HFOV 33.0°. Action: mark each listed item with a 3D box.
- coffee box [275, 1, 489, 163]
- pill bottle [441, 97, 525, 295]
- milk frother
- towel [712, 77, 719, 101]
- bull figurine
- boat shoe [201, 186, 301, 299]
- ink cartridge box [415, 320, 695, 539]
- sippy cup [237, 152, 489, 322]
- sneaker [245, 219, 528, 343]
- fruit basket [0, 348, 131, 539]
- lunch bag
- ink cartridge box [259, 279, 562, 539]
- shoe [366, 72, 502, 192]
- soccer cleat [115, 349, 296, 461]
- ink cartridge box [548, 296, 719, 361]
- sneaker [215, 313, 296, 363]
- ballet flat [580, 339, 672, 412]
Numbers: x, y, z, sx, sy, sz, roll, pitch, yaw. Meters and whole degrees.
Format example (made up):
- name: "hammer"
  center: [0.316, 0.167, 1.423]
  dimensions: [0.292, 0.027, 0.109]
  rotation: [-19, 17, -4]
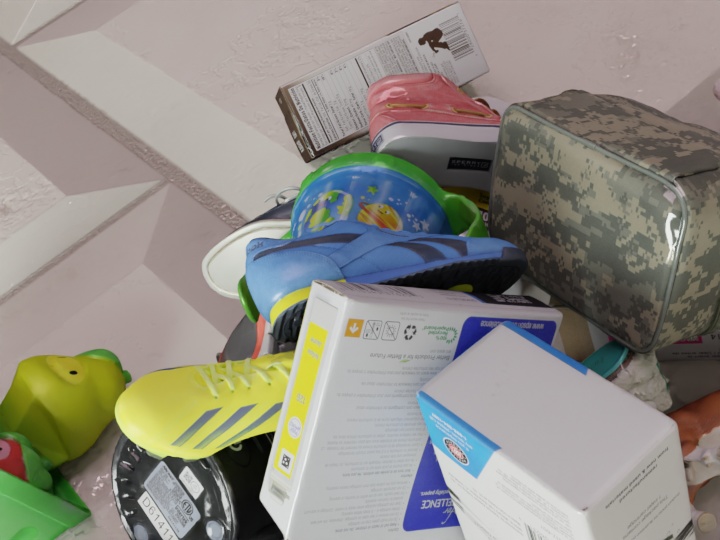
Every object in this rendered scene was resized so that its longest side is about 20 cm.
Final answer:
- name: "coffee box"
  center: [0.018, -0.189, 1.239]
  dimensions: [0.199, 0.080, 0.113]
  rotation: [-26, 6, -4]
- name: "pill bottle"
  center: [0.099, -0.058, 1.070]
  dimensions: [0.112, 0.113, 0.201]
  rotation: [-5, 44, 21]
- name: "milk frother"
  center: [-0.089, 0.179, 0.901]
  dimensions: [0.200, 0.181, 0.188]
  rotation: [-29, -7, 39]
- name: "towel"
  center: [0.404, -0.094, 0.954]
  dimensions: [0.190, 0.032, 0.200]
  rotation: [1, 34, -25]
- name: "bull figurine"
  center: [0.280, 0.104, 0.836]
  dimensions: [0.199, 0.065, 0.121]
  rotation: [-29, 11, 6]
- name: "boat shoe"
  center: [-0.041, -0.038, 1.024]
  dimensions: [0.199, 0.075, 0.062]
  rotation: [-27, 25, 16]
- name: "ink cartridge box"
  center: [0.130, 0.152, 0.765]
  dimensions: [0.084, 0.201, 0.146]
  rotation: [-38, 43, -20]
- name: "sippy cup"
  center: [0.000, 0.000, 0.920]
  dimensions: [0.178, 0.139, 0.131]
  rotation: [-51, 12, 33]
- name: "sneaker"
  center: [0.019, -0.009, 0.816]
  dimensions: [0.199, 0.066, 0.079]
  rotation: [-8, 55, -24]
- name: "fruit basket"
  center: [-0.300, 0.133, 1.043]
  dimensions: [0.215, 0.155, 0.217]
  rotation: [-19, 52, 25]
- name: "lunch bag"
  center: [0.214, -0.046, 0.871]
  dimensions: [0.167, 0.140, 0.200]
  rotation: [-17, 34, -30]
- name: "ink cartridge box"
  center: [0.030, 0.110, 0.797]
  dimensions: [0.197, 0.201, 0.047]
  rotation: [5, 17, -42]
- name: "shoe"
  center: [0.102, -0.111, 0.993]
  dimensions: [0.199, 0.072, 0.091]
  rotation: [5, 45, -13]
- name: "soccer cleat"
  center: [-0.063, 0.074, 0.777]
  dimensions: [0.084, 0.199, 0.065]
  rotation: [-50, 55, 34]
- name: "ink cartridge box"
  center: [0.263, -0.011, 0.971]
  dimensions: [0.199, 0.075, 0.165]
  rotation: [-2, 47, 23]
- name: "sneaker"
  center: [-0.094, 0.066, 1.062]
  dimensions: [0.081, 0.077, 0.201]
  rotation: [-16, 37, 25]
- name: "ballet flat"
  center: [0.141, 0.120, 0.884]
  dimensions: [0.200, 0.072, 0.072]
  rotation: [-35, 31, 34]
